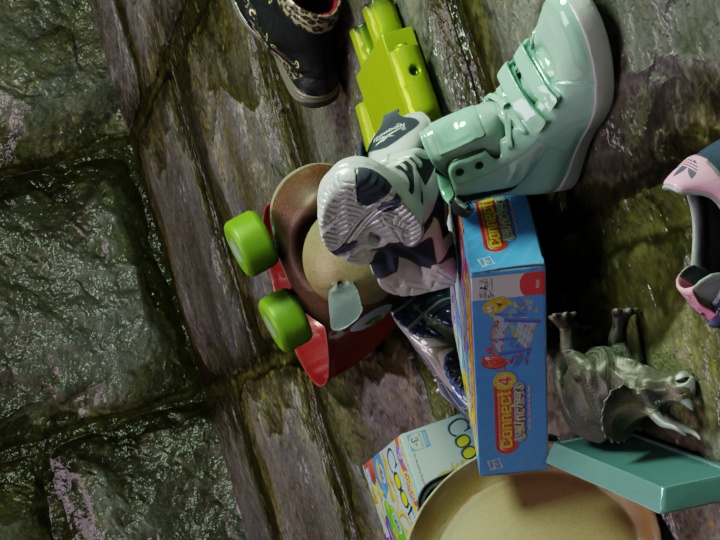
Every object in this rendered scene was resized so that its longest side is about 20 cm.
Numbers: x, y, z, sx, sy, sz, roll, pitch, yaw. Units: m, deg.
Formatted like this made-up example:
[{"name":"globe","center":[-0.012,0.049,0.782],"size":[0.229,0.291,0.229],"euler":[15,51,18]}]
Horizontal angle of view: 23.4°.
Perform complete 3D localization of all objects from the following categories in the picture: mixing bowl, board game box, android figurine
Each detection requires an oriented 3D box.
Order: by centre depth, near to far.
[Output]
[{"name":"board game box","center":[0.105,0.021,1.359],"size":[0.196,0.055,0.201],"euler":[-96,1,-54]},{"name":"android figurine","center":[0.037,-0.141,1.583],"size":[0.182,0.041,0.202],"euler":[139,116,-74]},{"name":"board game box","center":[0.080,0.205,1.665],"size":[0.200,0.102,0.106],"euler":[124,128,-72]},{"name":"mixing bowl","center":[-0.021,0.012,1.825],"size":[0.200,0.108,0.202],"euler":[164,90,-76]}]

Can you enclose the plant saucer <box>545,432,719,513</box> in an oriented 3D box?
[{"name":"plant saucer","center":[0.198,0.138,1.222],"size":[0.200,0.069,0.019],"euler":[-170,71,-74]}]

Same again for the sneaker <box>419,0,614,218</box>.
[{"name":"sneaker","center":[0.104,-0.112,1.203],"size":[0.201,0.117,0.074],"euler":[96,155,-53]}]

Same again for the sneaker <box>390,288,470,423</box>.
[{"name":"sneaker","center":[0.082,0.078,1.585],"size":[0.200,0.077,0.086],"euler":[-119,14,-45]}]

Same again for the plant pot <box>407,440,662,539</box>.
[{"name":"plant pot","center":[0.132,0.223,1.322],"size":[0.201,0.199,0.028],"euler":[61,176,40]}]

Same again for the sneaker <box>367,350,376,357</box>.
[{"name":"sneaker","center":[-0.043,0.054,2.011],"size":[0.200,0.081,0.089],"euler":[-140,34,-64]}]

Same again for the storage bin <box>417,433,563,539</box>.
[{"name":"storage bin","center":[0.143,0.248,1.384],"size":[0.094,0.134,0.201],"euler":[75,169,-49]}]

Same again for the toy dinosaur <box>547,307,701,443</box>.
[{"name":"toy dinosaur","center":[0.169,0.085,1.260],"size":[0.200,0.076,0.103],"euler":[141,125,-70]}]

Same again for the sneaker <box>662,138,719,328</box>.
[{"name":"sneaker","center":[0.219,0.023,0.986],"size":[0.070,0.081,0.202],"euler":[-160,55,-72]}]

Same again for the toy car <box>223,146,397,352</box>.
[{"name":"toy car","center":[0.000,0.000,1.490],"size":[0.159,0.163,0.200],"euler":[66,168,-25]}]

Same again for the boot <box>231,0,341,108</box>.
[{"name":"boot","center":[-0.076,-0.283,1.783],"size":[0.151,0.073,0.201],"euler":[99,147,-62]}]

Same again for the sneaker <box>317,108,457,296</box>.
[{"name":"sneaker","center":[0.018,-0.073,1.288],"size":[0.199,0.079,0.131],"euler":[36,-137,-57]}]
